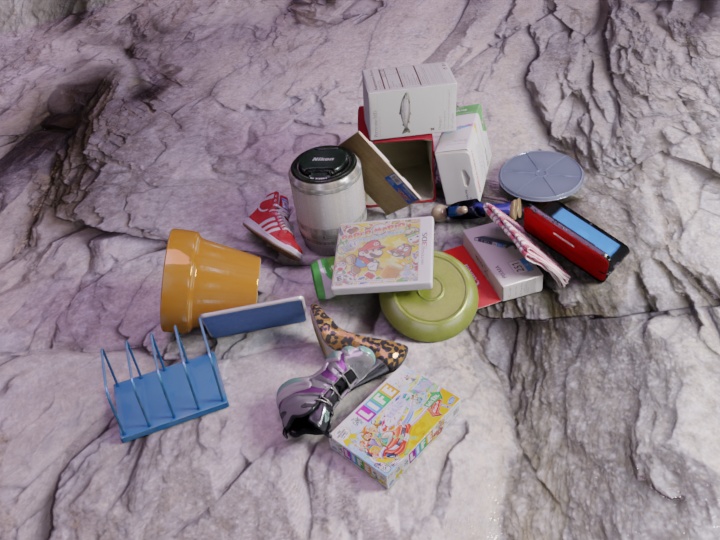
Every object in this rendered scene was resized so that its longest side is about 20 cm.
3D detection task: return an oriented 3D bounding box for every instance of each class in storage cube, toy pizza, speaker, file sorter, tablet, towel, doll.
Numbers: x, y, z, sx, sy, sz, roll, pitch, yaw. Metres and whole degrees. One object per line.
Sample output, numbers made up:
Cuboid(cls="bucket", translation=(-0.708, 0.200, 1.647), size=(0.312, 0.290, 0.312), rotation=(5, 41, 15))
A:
Cuboid(cls="storage cube", translation=(0.082, -0.277, 1.875), size=(0.195, 0.173, 0.181), rotation=(-4, 39, 4))
Cuboid(cls="toy pizza", translation=(0.421, -0.214, 1.855), size=(0.196, 0.032, 0.202), rotation=(-5, 41, 5))
Cuboid(cls="speaker", translation=(0.000, 0.000, 1.631), size=(0.196, 0.090, 0.089), rotation=(-13, 40, -6))
Cuboid(cls="file sorter", translation=(-0.358, 0.189, 1.438), size=(0.196, 0.124, 0.139), rotation=(-18, 40, -11))
Cuboid(cls="tablet", translation=(-0.202, 0.090, 1.532), size=(0.196, 0.131, 0.014), rotation=(-10, 67, -3))
Cuboid(cls="towel", translation=(0.332, -0.054, 1.610), size=(0.030, 0.145, 0.201), rotation=(-49, 36, 15))
Cuboid(cls="doll", translation=(0.248, -0.133, 1.751), size=(0.196, 0.050, 0.136), rotation=(0, 8, 25))

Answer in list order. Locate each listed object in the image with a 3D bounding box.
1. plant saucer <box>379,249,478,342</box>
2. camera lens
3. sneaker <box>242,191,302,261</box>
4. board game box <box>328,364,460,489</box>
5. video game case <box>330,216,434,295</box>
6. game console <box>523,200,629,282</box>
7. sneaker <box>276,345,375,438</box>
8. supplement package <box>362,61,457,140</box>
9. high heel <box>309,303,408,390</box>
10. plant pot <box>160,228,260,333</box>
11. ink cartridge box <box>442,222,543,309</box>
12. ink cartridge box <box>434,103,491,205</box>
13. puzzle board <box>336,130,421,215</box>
Cuboid(cls="plant saucer", translation=(0.134, 0.040, 1.547), size=(0.195, 0.031, 0.204), rotation=(1, 61, -2))
Cuboid(cls="camera lens", translation=(-0.068, -0.157, 1.736), size=(0.156, 0.203, 0.162), rotation=(-5, 40, 4))
Cuboid(cls="sneaker", translation=(-0.172, -0.104, 1.765), size=(0.199, 0.071, 0.113), rotation=(33, 82, 40))
Cuboid(cls="board game box", translation=(0.060, 0.260, 1.354), size=(0.133, 0.035, 0.199), rotation=(26, 51, 34))
Cuboid(cls="video game case", translation=(0.046, -0.031, 1.568), size=(0.196, 0.023, 0.184), rotation=(-4, 46, 11))
Cuboid(cls="game console", translation=(0.440, -0.084, 1.602), size=(0.199, 0.173, 0.119), rotation=(36, 81, 22))
Cuboid(cls="sneaker", translation=(-0.052, 0.223, 1.352), size=(0.198, 0.078, 0.141), rotation=(-33, 33, 13))
Cuboid(cls="supplement package", translation=(0.107, -0.376, 1.763), size=(0.196, 0.119, 0.118), rotation=(-7, 39, -4))
Cuboid(cls="high heel", translation=(-0.006, 0.121, 1.492), size=(0.141, 0.072, 0.202), rotation=(-25, 59, -10))
Cuboid(cls="plant pot", translation=(-0.293, 0.027, 1.580), size=(0.179, 0.203, 0.202), rotation=(5, 39, -8))
Cuboid(cls="ink cartridge box", translation=(0.253, -0.011, 1.634), size=(0.173, 0.045, 0.201), rotation=(-16, 40, -11))
Cuboid(cls="ink cartridge box", translation=(0.242, -0.270, 1.854), size=(0.086, 0.147, 0.202), rotation=(-4, 39, 21))
Cuboid(cls="puzzle board", translation=(0.032, -0.213, 1.751), size=(0.017, 0.200, 0.150), rotation=(-52, 16, -25))
